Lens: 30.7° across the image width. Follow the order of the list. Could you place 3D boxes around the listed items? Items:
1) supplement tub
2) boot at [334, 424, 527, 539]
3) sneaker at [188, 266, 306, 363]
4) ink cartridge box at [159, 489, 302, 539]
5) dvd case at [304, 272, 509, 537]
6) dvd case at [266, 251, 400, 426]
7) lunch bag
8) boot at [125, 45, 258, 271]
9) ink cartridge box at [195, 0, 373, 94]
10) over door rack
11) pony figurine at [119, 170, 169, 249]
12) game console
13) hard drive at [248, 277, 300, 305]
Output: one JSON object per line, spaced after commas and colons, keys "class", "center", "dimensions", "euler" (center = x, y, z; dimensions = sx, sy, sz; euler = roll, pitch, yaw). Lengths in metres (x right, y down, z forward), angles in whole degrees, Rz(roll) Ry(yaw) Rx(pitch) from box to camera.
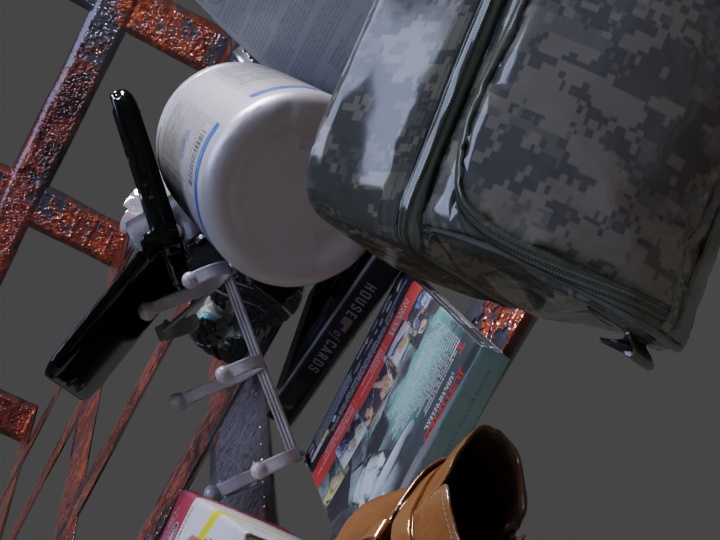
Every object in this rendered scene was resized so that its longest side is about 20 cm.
{"class": "supplement tub", "center": [-0.068, -0.074, 0.928], "dimensions": [0.133, 0.131, 0.200], "euler": [-62, 22, 6]}
{"class": "boot", "center": [0.016, 0.174, 0.570], "dimensions": [0.155, 0.076, 0.201], "euler": [-48, 14, 35]}
{"class": "sneaker", "center": [-0.100, 0.009, 1.211], "dimensions": [0.200, 0.077, 0.087], "euler": [-39, 22, 54]}
{"class": "ink cartridge box", "center": [-0.082, 0.220, 0.774], "dimensions": [0.146, 0.083, 0.200], "euler": [-66, 15, -10]}
{"class": "dvd case", "center": [0.020, 0.085, 0.774], "dimensions": [0.147, 0.022, 0.200], "euler": [-63, 13, 5]}
{"class": "dvd case", "center": [0.000, 0.000, 0.942], "dimensions": [0.201, 0.025, 0.151], "euler": [-56, 10, 35]}
{"class": "lunch bag", "center": [0.096, -0.076, 0.553], "dimensions": [0.167, 0.139, 0.201], "euler": [22, 85, 34]}
{"class": "boot", "center": [-0.141, -0.092, 1.247], "dimensions": [0.199, 0.165, 0.066], "euler": [-38, -15, 9]}
{"class": "ink cartridge box", "center": [-0.053, -0.227, 0.985], "dimensions": [0.047, 0.200, 0.160], "euler": [-42, -6, -37]}
{"class": "over door rack", "center": [-0.110, 0.090, 0.942], "dimensions": [0.149, 0.066, 0.200], "euler": [69, 160, 8]}
{"class": "pony figurine", "center": [-0.130, -0.077, 1.357], "dimensions": [0.199, 0.166, 0.194], "euler": [-31, 25, 39]}
{"class": "game console", "center": [-0.190, -0.013, 0.969], "dimensions": [0.200, 0.115, 0.177], "euler": [116, 135, -78]}
{"class": "hard drive", "center": [-0.027, -0.078, 1.064], "dimensions": [0.200, 0.038, 0.140], "euler": [-51, 26, 4]}
